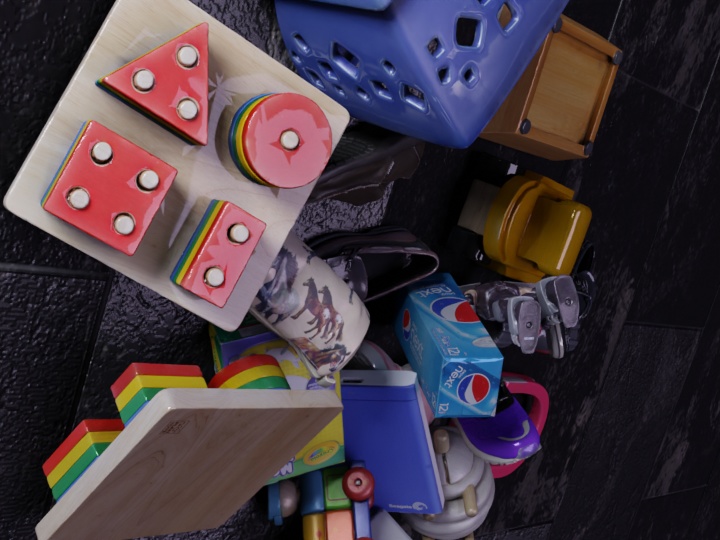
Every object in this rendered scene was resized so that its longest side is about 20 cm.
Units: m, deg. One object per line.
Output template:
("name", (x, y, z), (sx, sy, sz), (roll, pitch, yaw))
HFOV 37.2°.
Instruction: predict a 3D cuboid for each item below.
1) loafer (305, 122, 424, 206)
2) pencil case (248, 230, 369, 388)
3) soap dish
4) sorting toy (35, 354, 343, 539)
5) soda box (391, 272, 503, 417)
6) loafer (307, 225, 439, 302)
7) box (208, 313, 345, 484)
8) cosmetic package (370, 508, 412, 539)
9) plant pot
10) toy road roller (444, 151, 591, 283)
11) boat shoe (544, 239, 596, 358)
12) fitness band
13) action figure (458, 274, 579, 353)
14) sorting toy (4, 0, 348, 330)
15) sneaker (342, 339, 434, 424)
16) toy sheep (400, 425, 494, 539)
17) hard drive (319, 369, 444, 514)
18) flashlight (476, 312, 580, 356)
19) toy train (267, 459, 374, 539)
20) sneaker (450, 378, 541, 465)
("loafer", (-0.003, -0.091, 1.014), (0.199, 0.073, 0.072), (-24, 125, -41))
("pencil case", (-0.076, 0.011, 0.917), (0.200, 0.078, 0.090), (43, 70, -21))
("soap dish", (0.207, -0.209, 1.197), (0.199, 0.081, 0.159), (7, 104, -50))
("sorting toy", (-0.150, 0.146, 0.910), (0.198, 0.070, 0.200), (8, 134, -49))
("soda box", (0.086, 0.072, 1.107), (0.063, 0.200, 0.069), (0, 114, -13))
("loafer", (0.000, 0.000, 1.075), (0.199, 0.063, 0.073), (-20, 124, -43))
("box", (-0.077, 0.131, 1.035), (0.116, 0.048, 0.202), (-14, 123, -17))
("cosmetic package", (-0.005, 0.407, 1.165), (0.199, 0.165, 0.166), (-33, 158, -34))
("plant pot", (0.035, -0.248, 0.884), (0.201, 0.199, 0.180), (-54, 136, -13))
("toy road roller", (0.204, -0.044, 1.228), (0.199, 0.145, 0.124), (15, 98, -52))
("boat shoe", (0.262, 0.027, 1.334), (0.201, 0.061, 0.075), (-71, 158, -47))
("fitness band", (0.183, 0.207, 1.431), (0.199, 0.037, 0.145), (13, 102, -51))
("action figure", (0.166, 0.043, 1.184), (0.128, 0.200, 0.070), (-14, 95, -12))
("sorting toy", (-0.125, -0.084, 0.795), (0.199, 0.069, 0.200), (31, 84, -22))
("sneaker", (0.038, 0.123, 1.181), (0.105, 0.075, 0.202), (-46, 141, -27))
("toy sheep", (0.099, 0.255, 1.274), (0.138, 0.137, 0.201), (-37, 148, -31))
("hard drive", (0.011, 0.185, 1.139), (0.026, 0.130, 0.202), (-72, 156, -47))
("flashlight", (0.210, 0.074, 1.357), (0.068, 0.068, 0.199), (-53, 150, 19))
("toy train", (-0.036, 0.301, 1.088), (0.085, 0.114, 0.203), (88, -3, -67))
("sneaker", (0.131, 0.135, 1.209), (0.069, 0.200, 0.101), (-22, 121, -16))
